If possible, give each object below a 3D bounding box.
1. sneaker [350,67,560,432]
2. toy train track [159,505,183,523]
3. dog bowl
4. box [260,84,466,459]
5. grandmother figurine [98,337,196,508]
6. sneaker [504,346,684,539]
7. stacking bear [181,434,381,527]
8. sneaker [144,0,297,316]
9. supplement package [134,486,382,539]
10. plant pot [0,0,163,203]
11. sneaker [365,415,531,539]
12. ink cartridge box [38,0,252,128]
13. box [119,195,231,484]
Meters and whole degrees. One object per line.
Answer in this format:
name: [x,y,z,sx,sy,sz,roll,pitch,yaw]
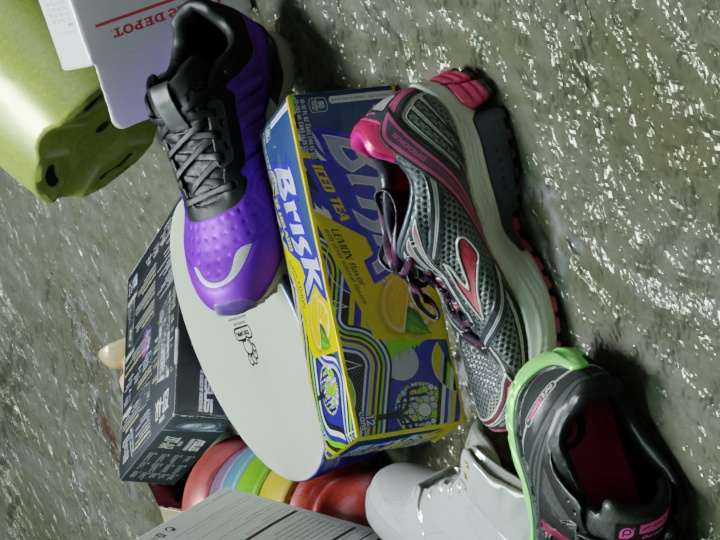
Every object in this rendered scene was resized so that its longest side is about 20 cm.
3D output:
sneaker: [0.049,-0.005,1.291,0.081,0.075,0.201,13,123,63]
toy train track: [-0.066,0.200,1.552,0.200,0.033,0.115,7,124,34]
dog bowl: [-0.041,0.029,1.515,0.200,0.079,0.200,47,150,39]
box: [0.000,0.000,1.354,0.064,0.070,0.201,136,124,-66]
grandmother figurine: [-0.138,0.149,1.822,0.061,0.121,0.200,-38,57,33]
sneaker: [0.129,0.140,1.245,0.084,0.077,0.201,8,120,69]
stacking bear: [-0.026,0.167,1.590,0.200,0.121,0.114,-1,118,56]
sneaker: [-0.091,-0.073,1.403,0.099,0.069,0.201,38,-137,-49]
supplement package: [-0.029,0.224,1.435,0.199,0.120,0.122,13,108,25]
plant pot: [-0.232,-0.153,1.664,0.184,0.200,0.201,46,152,19]
sneaker: [0.071,0.123,1.376,0.200,0.074,0.116,23,131,46]
ink cartridge box: [-0.146,-0.199,1.490,0.068,0.116,0.201,6,116,66]
box: [-0.130,0.053,1.697,0.200,0.043,0.161,131,142,-65]
